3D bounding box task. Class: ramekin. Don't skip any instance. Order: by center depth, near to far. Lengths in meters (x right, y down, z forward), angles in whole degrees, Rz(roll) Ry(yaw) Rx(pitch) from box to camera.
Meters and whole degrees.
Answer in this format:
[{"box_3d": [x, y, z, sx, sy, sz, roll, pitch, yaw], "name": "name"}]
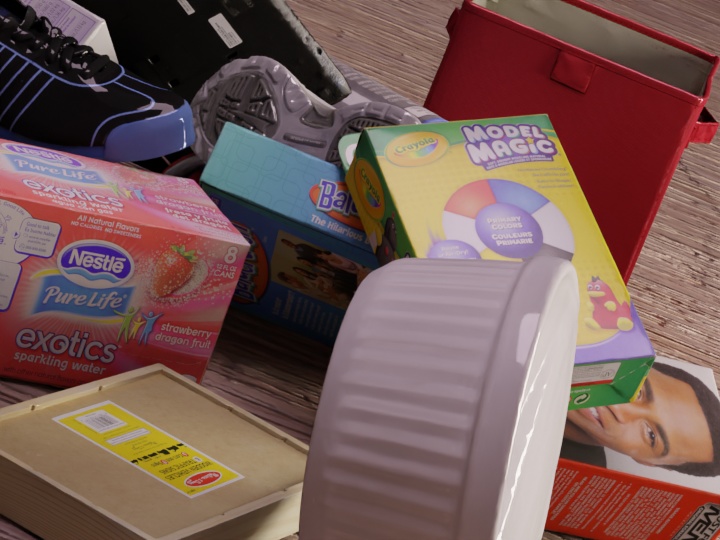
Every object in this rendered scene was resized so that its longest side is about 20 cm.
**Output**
[{"box_3d": [0.036, 0.085, 1.367, 0.094, 0.203, 0.202, 12, 15, 10], "name": "ramekin"}]

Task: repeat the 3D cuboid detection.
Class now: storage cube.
[{"box_3d": [0.132, -0.085, 2.027, 0.199, 0.181, 0.171, 23, 17, 4], "name": "storage cube"}]

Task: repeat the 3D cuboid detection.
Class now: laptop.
[{"box_3d": [-0.137, -0.151, 1.846, 0.177, 0.199, 0.104, 50, 19, -40], "name": "laptop"}]

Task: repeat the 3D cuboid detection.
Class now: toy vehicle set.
[{"box_3d": [-0.103, 0.098, 1.435, 0.124, 0.027, 0.200, 28, 18, 21], "name": "toy vehicle set"}]

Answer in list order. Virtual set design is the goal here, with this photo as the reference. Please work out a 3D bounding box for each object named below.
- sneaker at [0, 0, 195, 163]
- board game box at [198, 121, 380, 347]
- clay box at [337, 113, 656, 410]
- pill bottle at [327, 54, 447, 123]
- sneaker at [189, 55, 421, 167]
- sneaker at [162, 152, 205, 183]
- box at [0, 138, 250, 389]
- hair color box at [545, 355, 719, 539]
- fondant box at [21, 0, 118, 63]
[{"box_3d": [-0.186, -0.111, 1.621, 0.199, 0.078, 0.070, 9, 23, 14], "name": "sneaker"}, {"box_3d": [0.000, 0.000, 1.688, 0.199, 0.045, 0.152, 22, -24, 1], "name": "board game box"}, {"box_3d": [0.069, -0.014, 1.585, 0.114, 0.048, 0.201, -6, 54, -23], "name": "clay box"}, {"box_3d": [-0.029, -0.081, 1.933, 0.200, 0.114, 0.114, 31, 19, 27], "name": "pill bottle"}, {"box_3d": [-0.022, -0.063, 1.752, 0.200, 0.078, 0.099, 25, -11, 40], "name": "sneaker"}, {"box_3d": [-0.041, -0.018, 1.796, 0.200, 0.072, 0.112, 25, 11, 39], "name": "sneaker"}, {"box_3d": [-0.174, -0.006, 1.542, 0.199, 0.103, 0.095, 11, 20, -29], "name": "box"}, {"box_3d": [0.106, 0.087, 1.610, 0.199, 0.061, 0.102, 14, 43, -25], "name": "hair color box"}, {"box_3d": [-0.237, -0.144, 1.778, 0.199, 0.058, 0.144, 30, -18, 16], "name": "fondant box"}]
